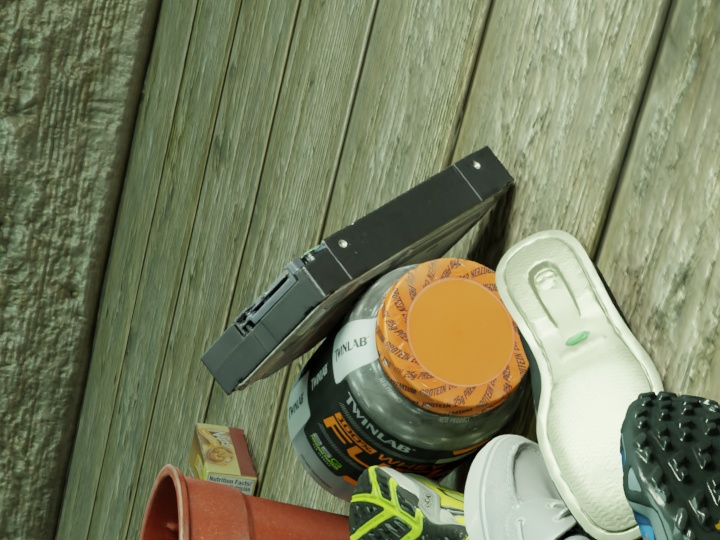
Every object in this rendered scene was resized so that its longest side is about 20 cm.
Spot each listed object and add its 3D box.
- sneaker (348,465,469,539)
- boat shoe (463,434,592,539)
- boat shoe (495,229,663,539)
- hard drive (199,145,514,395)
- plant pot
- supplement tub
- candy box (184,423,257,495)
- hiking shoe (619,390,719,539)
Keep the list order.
[{"bbox_3d":[0.070,0.177,1.272,0.200,0.076,0.076,46,123,49],"label":"sneaker"},{"bbox_3d":[0.103,0.163,1.154,0.069,0.072,0.200,-43,28,34],"label":"boat shoe"},{"bbox_3d":[0.128,0.069,1.138,0.068,0.072,0.200,59,-168,-47],"label":"boat shoe"},{"bbox_3d":[0.000,0.000,1.391,0.038,0.200,0.140,53,137,8],"label":"hard drive"},{"bbox_3d":[-0.047,0.240,1.429,0.201,0.195,0.201,-173,90,-76],"label":"plant pot"},{"bbox_3d":[0.033,0.071,1.359,0.200,0.122,0.123,126,149,-64],"label":"supplement tub"},{"bbox_3d":[-0.154,0.269,2.137,0.115,0.055,0.200,-117,37,-67],"label":"candy box"},{"bbox_3d":[0.149,0.137,0.951,0.200,0.074,0.087,-100,23,-51],"label":"hiking shoe"}]
